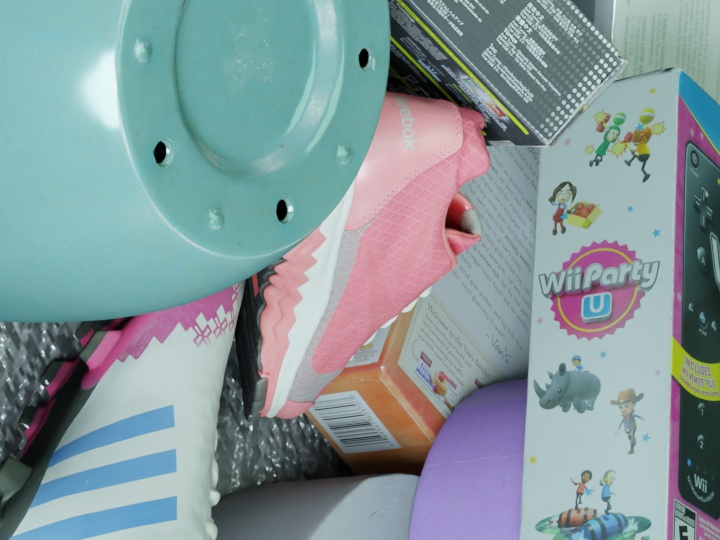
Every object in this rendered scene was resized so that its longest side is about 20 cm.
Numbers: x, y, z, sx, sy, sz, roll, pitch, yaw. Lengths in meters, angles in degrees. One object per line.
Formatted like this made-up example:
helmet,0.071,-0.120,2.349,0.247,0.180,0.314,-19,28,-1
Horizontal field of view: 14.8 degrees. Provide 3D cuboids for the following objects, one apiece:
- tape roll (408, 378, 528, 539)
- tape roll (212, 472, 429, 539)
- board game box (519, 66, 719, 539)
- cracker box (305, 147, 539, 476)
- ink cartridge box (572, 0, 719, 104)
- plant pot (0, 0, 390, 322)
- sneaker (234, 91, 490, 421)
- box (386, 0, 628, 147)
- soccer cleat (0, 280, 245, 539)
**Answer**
tape roll,0.096,0.141,1.122,0.200,0.065,0.201,23,62,-54
tape roll,-0.004,0.181,1.081,0.200,0.066,0.201,17,69,-54
board game box,0.127,0.044,1.079,0.147,0.064,0.201,34,52,-50
cracker box,0.049,0.011,1.199,0.134,0.057,0.201,53,44,-34
ink cartridge box,0.169,-0.096,1.210,0.199,0.047,0.161,-8,107,-36
plant pot,-0.088,-0.075,0.883,0.200,0.160,0.202,-12,106,-49
sneaker,0.000,0.000,1.028,0.200,0.086,0.074,108,-23,-60
box,-0.009,-0.128,1.003,0.200,0.160,0.044,45,81,-12
soccer cleat,-0.079,0.071,0.973,0.086,0.070,0.200,41,48,-10
